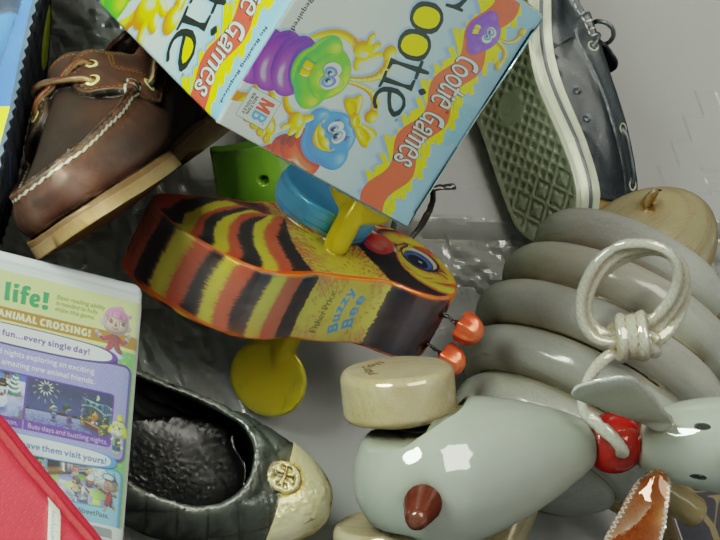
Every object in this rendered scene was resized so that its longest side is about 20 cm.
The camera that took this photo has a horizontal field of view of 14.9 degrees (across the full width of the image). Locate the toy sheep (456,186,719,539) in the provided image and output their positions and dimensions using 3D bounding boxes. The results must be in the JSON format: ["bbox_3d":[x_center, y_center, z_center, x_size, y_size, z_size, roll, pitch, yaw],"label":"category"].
[{"bbox_3d":[0.110,0.048,1.264,0.138,0.138,0.200,33,69,-16],"label":"toy sheep"}]

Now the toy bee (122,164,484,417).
[{"bbox_3d":[0.000,0.000,1.203,0.200,0.131,0.109,-25,52,-34],"label":"toy bee"}]

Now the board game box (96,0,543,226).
[{"bbox_3d":[-0.031,-0.119,1.143,0.103,0.105,0.200,28,10,-34],"label":"board game box"}]

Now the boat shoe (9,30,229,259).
[{"bbox_3d":[-0.112,-0.060,1.170,0.070,0.070,0.200,59,14,-8],"label":"boat shoe"}]

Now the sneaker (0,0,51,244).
[{"bbox_3d":[-0.176,-0.086,1.178,0.078,0.066,0.200,6,43,2],"label":"sneaker"}]

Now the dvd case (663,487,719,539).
[{"bbox_3d":[0.214,0.149,1.355,0.148,0.016,0.200,-1,63,-37],"label":"dvd case"}]

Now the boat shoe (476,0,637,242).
[{"bbox_3d":[0.091,-0.106,1.387,0.062,0.075,0.201,-1,68,-43],"label":"boat shoe"}]

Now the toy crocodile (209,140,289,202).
[{"bbox_3d":[-0.006,-0.089,1.313,0.200,0.062,0.068,-57,142,-45],"label":"toy crocodile"}]

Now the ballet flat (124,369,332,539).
[{"bbox_3d":[-0.097,0.065,1.141,0.200,0.057,0.067,24,52,-20],"label":"ballet flat"}]

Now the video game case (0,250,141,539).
[{"bbox_3d":[-0.181,0.070,1.044,0.200,0.022,0.183,15,65,-27],"label":"video game case"}]

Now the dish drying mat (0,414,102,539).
[{"bbox_3d":[-0.165,0.070,1.030,0.200,0.018,0.077,52,55,-5],"label":"dish drying mat"}]

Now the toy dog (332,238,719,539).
[{"bbox_3d":[0.079,0.082,1.155,0.096,0.200,0.132,-119,-175,-73],"label":"toy dog"}]
